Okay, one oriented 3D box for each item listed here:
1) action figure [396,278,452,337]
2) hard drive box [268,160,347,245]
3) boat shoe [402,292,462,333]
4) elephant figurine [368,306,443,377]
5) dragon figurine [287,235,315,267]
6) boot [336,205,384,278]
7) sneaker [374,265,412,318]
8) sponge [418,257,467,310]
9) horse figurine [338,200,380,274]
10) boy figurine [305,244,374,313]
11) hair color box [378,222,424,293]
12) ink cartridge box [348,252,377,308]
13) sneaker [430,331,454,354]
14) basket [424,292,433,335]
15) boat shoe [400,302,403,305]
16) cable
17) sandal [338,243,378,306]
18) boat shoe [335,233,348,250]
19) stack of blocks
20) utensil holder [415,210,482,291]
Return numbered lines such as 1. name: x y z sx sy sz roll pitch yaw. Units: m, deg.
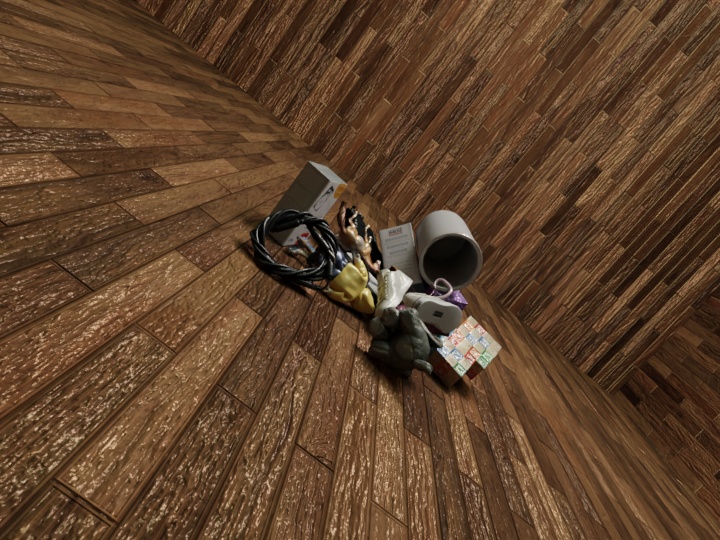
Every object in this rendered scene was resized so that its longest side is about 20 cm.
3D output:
1. action figure: 0.142 0.112 1.327 0.197 0.151 0.134 -1 26 -28
2. hard drive box: -0.137 -0.165 1.350 0.077 0.201 0.156 41 14 8
3. boat shoe: 0.169 0.095 1.263 0.199 0.073 0.066 16 16 -47
4. elephant figurine: 0.107 0.151 1.156 0.200 0.139 0.158 32 55 -63
5. dragon figurine: -0.090 -0.024 1.329 0.199 0.059 0.100 23 21 -48
6. boot: 0.004 -0.079 1.547 0.162 0.073 0.201 43 27 -57
7. sneaker: 0.059 0.052 1.299 0.085 0.073 0.200 44 30 -3
8. sponge: 0.222 0.034 1.534 0.110 0.030 0.201 16 29 -23
9. horse figurine: -0.010 -0.090 1.428 0.200 0.049 0.134 48 36 -37
10. boy figurine: -0.031 0.020 1.249 0.200 0.125 0.064 47 -22 -23
11. hair color box: 0.115 -0.028 1.518 0.061 0.097 0.203 61 18 -57
12. ink cartridge box: 0.020 0.031 1.488 0.200 0.045 0.175 47 16 27
13. sneaker: 0.262 0.219 1.477 0.130 0.080 0.200 39 22 6
14. basket: 0.193 0.083 1.621 0.135 0.124 0.200 27 18 -43
15. boat shoe: 0.097 0.054 1.556 0.065 0.071 0.200 48 -3 -37
16. cable: -0.137 -0.055 1.137 0.198 0.166 0.051 21 -22 -18
17. sandal: 0.001 0.001 1.364 0.201 0.048 0.075 55 8 24
18. boat shoe: -0.057 -0.082 1.597 0.073 0.066 0.200 38 13 -6
19. stack of blocks: 0.260 0.211 1.348 0.115 0.059 0.199 47 40 12
20. utensil holder: 0.239 -0.063 1.505 0.169 0.170 0.201 36 21 -16
